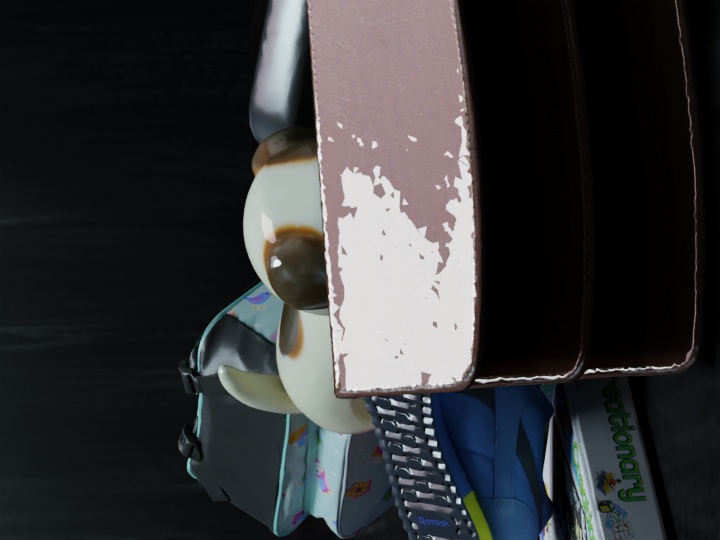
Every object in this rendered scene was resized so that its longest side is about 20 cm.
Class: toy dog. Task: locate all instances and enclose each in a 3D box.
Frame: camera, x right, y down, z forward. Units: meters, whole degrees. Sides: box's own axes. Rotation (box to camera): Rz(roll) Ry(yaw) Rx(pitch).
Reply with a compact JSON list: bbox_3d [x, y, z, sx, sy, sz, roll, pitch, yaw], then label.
[{"bbox_3d":[0.000,0.000,1.500,0.200,0.193,0.140,66,-157,-52],"label":"toy dog"}]

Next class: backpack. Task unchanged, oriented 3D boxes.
[{"bbox_3d":[-0.010,0.064,1.768,0.200,0.153,0.176,-50,-24,-37],"label":"backpack"}]

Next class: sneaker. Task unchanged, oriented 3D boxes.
[{"bbox_3d":[0.046,0.049,1.268,0.066,0.078,0.201,10,124,49],"label":"sneaker"}]

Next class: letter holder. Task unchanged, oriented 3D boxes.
[{"bbox_3d":[0.065,-0.050,1.140,0.142,0.100,0.201,-6,88,41],"label":"letter holder"}]

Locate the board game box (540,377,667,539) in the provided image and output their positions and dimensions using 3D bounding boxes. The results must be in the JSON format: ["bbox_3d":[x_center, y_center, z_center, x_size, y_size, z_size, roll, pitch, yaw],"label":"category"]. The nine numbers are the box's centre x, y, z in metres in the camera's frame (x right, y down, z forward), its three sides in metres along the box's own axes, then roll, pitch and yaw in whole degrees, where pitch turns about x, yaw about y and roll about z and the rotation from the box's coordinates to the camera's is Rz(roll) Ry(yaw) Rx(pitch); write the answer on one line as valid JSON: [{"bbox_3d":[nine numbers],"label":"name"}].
[{"bbox_3d":[0.120,0.153,1.263,0.127,0.034,0.200,94,171,-45],"label":"board game box"}]

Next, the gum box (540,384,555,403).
[{"bbox_3d":[0.065,-0.034,1.313,0.200,0.044,0.170,99,150,-68],"label":"gum box"}]

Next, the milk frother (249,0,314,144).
[{"bbox_3d":[-0.022,-0.166,1.565,0.200,0.180,0.189,40,130,45],"label":"milk frother"}]

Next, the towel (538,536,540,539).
[{"bbox_3d":[0.082,0.190,1.523,0.200,0.022,0.145,99,156,-57],"label":"towel"}]
